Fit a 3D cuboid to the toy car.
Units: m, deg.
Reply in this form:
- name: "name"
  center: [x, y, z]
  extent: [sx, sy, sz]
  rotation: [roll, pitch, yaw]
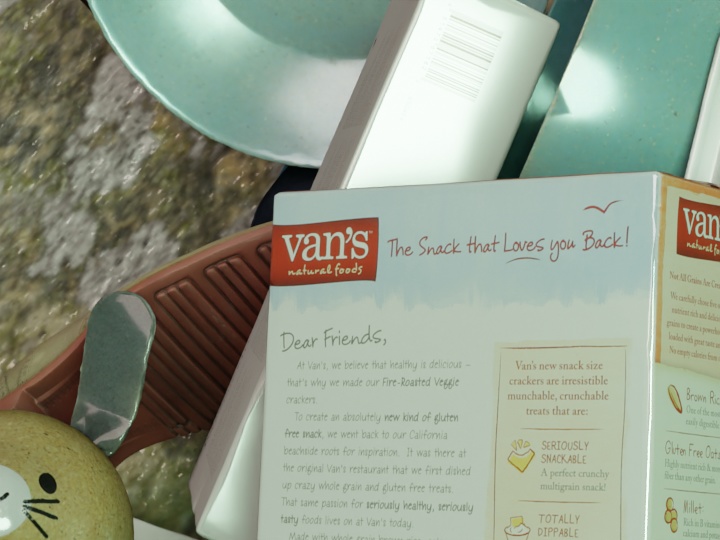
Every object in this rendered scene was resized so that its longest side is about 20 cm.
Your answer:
- name: "toy car"
  center: [-0.129, 0.097, 0.974]
  extent: [0.164, 0.158, 0.201]
  rotation: [0, 65, 5]

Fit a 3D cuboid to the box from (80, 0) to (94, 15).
- name: "box"
  center: [-0.047, -0.205, 1.243]
  extent: [0.166, 0.164, 0.200]
  rotation: [-24, 47, 21]

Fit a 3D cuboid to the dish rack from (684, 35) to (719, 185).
- name: "dish rack"
  center: [0.188, 0.014, 0.831]
  extent: [0.044, 0.200, 0.172]
  rotation: [168, 119, -69]

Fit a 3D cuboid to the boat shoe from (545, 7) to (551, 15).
- name: "boat shoe"
  center: [0.100, -0.048, 1.086]
  extent: [0.072, 0.066, 0.200]
  rotation: [-31, 44, 15]

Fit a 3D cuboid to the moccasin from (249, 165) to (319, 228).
- name: "moccasin"
  center: [0.018, 0.013, 1.107]
  extent: [0.068, 0.080, 0.200]
  rotation: [-55, 30, -4]

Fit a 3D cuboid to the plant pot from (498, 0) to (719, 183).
- name: "plant pot"
  center: [0.119, -0.036, 0.923]
  extent: [0.200, 0.134, 0.201]
  rotation: [-157, 90, -88]

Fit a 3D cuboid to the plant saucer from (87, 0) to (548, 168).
- name: "plant saucer"
  center: [-0.017, -0.140, 1.101]
  extent: [0.201, 0.201, 0.039]
  rotation: [-21, 16, 23]

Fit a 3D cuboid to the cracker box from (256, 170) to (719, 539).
- name: "cracker box"
  center: [0.038, 0.075, 0.789]
  extent: [0.134, 0.058, 0.201]
  rotation: [-1, 83, 37]

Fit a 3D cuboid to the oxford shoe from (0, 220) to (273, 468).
- name: "oxford shoe"
  center: [-0.084, 0.029, 1.093]
  extent: [0.200, 0.071, 0.075]
  rotation: [-31, 23, 15]

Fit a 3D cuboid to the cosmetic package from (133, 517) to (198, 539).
- name: "cosmetic package"
  center: [-0.084, 0.146, 1.088]
  extent: [0.200, 0.051, 0.083]
  rotation: [16, 67, 42]

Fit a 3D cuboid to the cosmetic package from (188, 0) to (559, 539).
- name: "cosmetic package"
  center: [0.000, 0.000, 0.968]
  extent: [0.151, 0.052, 0.200]
  rotation: [-155, 88, -83]
